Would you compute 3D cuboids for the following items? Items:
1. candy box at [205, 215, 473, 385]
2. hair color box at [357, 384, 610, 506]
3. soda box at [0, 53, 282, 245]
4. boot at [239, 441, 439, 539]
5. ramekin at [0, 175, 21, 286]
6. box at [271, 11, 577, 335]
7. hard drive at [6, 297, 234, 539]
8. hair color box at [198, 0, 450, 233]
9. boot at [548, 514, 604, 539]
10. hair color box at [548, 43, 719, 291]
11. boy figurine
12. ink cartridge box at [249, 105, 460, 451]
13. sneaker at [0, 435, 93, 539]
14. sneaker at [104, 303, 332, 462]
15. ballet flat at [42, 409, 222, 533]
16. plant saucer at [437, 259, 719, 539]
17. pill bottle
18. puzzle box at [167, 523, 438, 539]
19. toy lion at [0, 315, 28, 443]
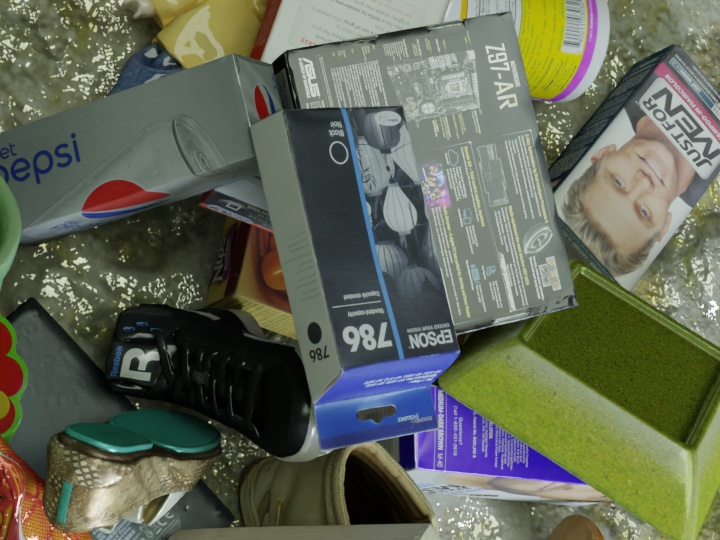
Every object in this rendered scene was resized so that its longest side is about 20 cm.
[{"bbox_3d":[0.000,0.000,1.217,0.200,0.056,0.117,21,68,-24],"label":"candy box"},{"bbox_3d":[0.099,0.126,1.209,0.200,0.109,0.065,7,75,-26],"label":"hair color box"},{"bbox_3d":[-0.146,-0.073,1.077,0.063,0.200,0.068,3,72,-70],"label":"soda box"},{"bbox_3d":[0.001,0.208,1.108,0.073,0.155,0.200,-17,86,-31],"label":"boot"},{"bbox_3d":[-0.291,0.002,0.932,0.200,0.098,0.200,11,34,-7],"label":"ramekin"},{"bbox_3d":[0.041,-0.055,1.104,0.160,0.044,0.200,-13,89,-18],"label":"box"},{"bbox_3d":[-0.193,0.135,1.092,0.200,0.033,0.140,49,61,-10],"label":"hard drive"},{"bbox_3d":[-0.022,-0.121,1.148,0.111,0.064,0.200,22,78,-13],"label":"hair color box"},{"bbox_3d":[0.202,0.284,1.259,0.144,0.071,0.202,7,78,-33],"label":"boot"},{"bbox_3d":[0.215,-0.076,1.348,0.100,0.061,0.200,46,62,-11],"label":"hair color box"},{"bbox_3d":[-0.111,-0.153,1.189,0.124,0.064,0.200,43,61,-13],"label":"boy figurine"},{"bbox_3d":[0.002,0.001,1.018,0.099,0.039,0.200,-8,82,-42],"label":"ink cartridge box"},{"bbox_3d":[-0.204,0.150,1.003,0.077,0.073,0.200,-92,160,-59],"label":"sneaker"},{"bbox_3d":[-0.100,0.071,1.073,0.112,0.200,0.073,5,100,-25],"label":"sneaker"},{"bbox_3d":[-0.141,0.123,1.032,0.070,0.200,0.065,21,94,17],"label":"ballet flat"},{"bbox_3d":[0.178,0.072,1.185,0.200,0.048,0.200,33,33,9],"label":"plant saucer"},{"bbox_3d":[0.079,-0.186,1.276,0.200,0.104,0.104,4,76,-27],"label":"pill bottle"},{"bbox_3d":[-0.020,0.216,1.056,0.025,0.200,0.133,-50,125,-46],"label":"puzzle box"},{"bbox_3d":[-0.308,0.058,1.014,0.200,0.069,0.192,43,54,3],"label":"toy lion"}]
